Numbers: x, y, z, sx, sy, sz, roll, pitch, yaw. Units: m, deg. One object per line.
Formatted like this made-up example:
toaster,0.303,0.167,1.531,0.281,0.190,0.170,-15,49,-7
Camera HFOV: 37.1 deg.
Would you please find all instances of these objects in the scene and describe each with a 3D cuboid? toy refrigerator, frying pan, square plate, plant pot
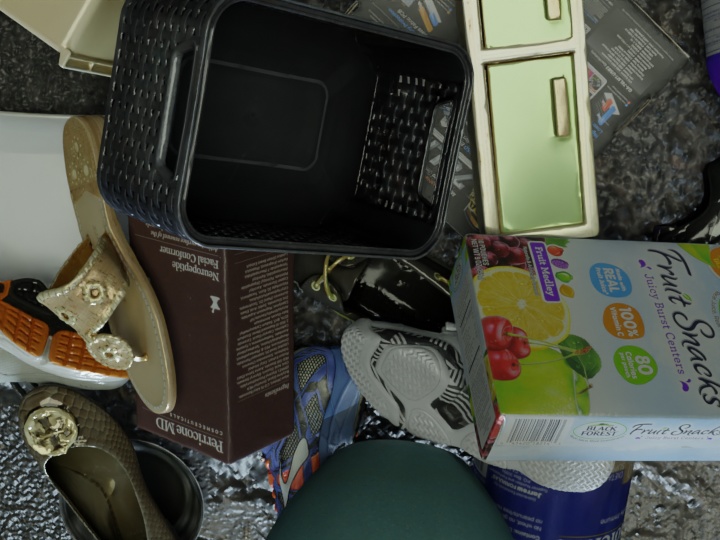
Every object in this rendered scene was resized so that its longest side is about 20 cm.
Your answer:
toy refrigerator,0.106,-0.120,0.696,0.076,0.070,0.201,-6,105,3
frying pan,-0.211,0.163,0.842,0.190,0.031,0.115,31,105,-7
square plate,-0.232,-0.020,0.799,0.199,0.028,0.199,3,105,1
plant pot,0.023,0.193,0.721,0.199,0.200,0.135,7,62,-1

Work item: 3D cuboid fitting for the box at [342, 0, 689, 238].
box,0.087,-0.142,0.750,0.200,0.050,0.199,41,103,-9

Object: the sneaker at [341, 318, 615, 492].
sneaker,0.092,0.067,0.733,0.200,0.115,0.075,22,131,22

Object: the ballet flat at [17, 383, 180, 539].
ballet flat,-0.188,0.168,0.788,0.067,0.046,0.200,-17,119,11

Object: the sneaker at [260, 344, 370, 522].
sneaker,-0.044,0.146,0.823,0.078,0.075,0.201,15,98,9

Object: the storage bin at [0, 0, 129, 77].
storage bin,-0.121,-0.224,0.661,0.094,0.199,0.200,35,103,10

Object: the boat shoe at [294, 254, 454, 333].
boat shoe,0.000,0.000,0.782,0.201,0.061,0.072,23,103,-5

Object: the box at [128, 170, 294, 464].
box,-0.105,0.022,0.753,0.100,0.075,0.201,13,111,36

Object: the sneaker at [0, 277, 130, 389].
sneaker,-0.264,0.053,0.778,0.199,0.076,0.092,17,133,-13

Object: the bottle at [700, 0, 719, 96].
bottle,0.268,-0.154,0.711,0.065,0.084,0.201,-8,94,-11

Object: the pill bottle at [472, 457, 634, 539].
pill bottle,0.135,0.196,0.802,0.115,0.116,0.201,6,105,0

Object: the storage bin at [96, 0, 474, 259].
storage bin,-0.040,-0.086,0.637,0.200,0.094,0.136,2,102,-43

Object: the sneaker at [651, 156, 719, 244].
sneaker,0.239,0.009,0.782,0.087,0.076,0.200,30,96,3

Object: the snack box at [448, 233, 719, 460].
snack box,0.164,0.046,0.666,0.199,0.143,0.053,3,138,-9

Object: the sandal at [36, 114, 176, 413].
sandal,-0.188,0.001,0.726,0.069,0.078,0.212,-12,87,-37
